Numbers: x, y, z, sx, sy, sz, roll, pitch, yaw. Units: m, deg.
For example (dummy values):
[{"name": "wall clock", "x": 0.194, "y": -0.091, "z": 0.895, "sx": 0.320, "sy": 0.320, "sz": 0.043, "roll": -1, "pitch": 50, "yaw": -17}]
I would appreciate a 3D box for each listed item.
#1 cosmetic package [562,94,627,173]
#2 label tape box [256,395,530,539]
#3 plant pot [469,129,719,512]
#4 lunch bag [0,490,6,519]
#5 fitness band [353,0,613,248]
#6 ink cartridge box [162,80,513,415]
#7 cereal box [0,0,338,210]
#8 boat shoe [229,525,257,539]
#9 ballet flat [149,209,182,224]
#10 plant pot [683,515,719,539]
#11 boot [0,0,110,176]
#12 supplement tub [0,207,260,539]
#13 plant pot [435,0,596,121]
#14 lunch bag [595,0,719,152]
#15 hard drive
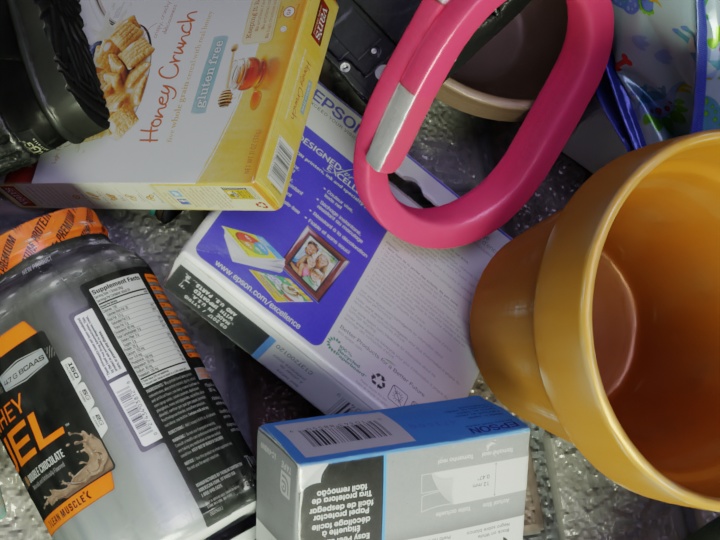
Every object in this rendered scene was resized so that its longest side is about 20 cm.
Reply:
[{"name": "cosmetic package", "x": 0.250, "y": -0.072, "z": 0.976, "sx": 0.199, "sy": 0.101, "sz": 0.071, "roll": 34, "pitch": 66, "yaw": -3}, {"name": "label tape box", "x": 0.016, "y": 0.181, "z": 0.789, "sx": 0.142, "sy": 0.066, "sz": 0.202, "roll": -5, "pitch": 104, "yaw": -26}, {"name": "plant pot", "x": 0.162, "y": 0.031, "z": 0.818, "sx": 0.199, "sy": 0.183, "sz": 0.202, "roll": 2, "pitch": 86, "yaw": -25}, {"name": "lunch bag", "x": -0.296, "y": 0.104, "z": 0.728, "sx": 0.199, "sy": 0.171, "sz": 0.123, "roll": -19, "pitch": 74, "yaw": -17}, {"name": "fitness band", "x": 0.074, "y": -0.102, "z": 0.854, "sx": 0.143, "sy": 0.201, "sz": 0.037, "roll": 8, "pitch": 30, "yaw": -42}, {"name": "ink cartridge box", "x": 0.000, "y": 0.000, "z": 0.891, "sx": 0.198, "sy": 0.043, "sz": 0.200, "roll": 39, "pitch": 45, "yaw": -7}, {"name": "cereal box", "x": -0.122, "y": -0.108, "z": 0.856, "sx": 0.199, "sy": 0.040, "sz": 0.145, "roll": 2, "pitch": 66, "yaw": 27}, {"name": "boat shoe", "x": -0.040, "y": 0.174, "z": 0.828, "sx": 0.199, "sy": 0.076, "sz": 0.061, "roll": -30, "pitch": 76, "yaw": -21}, {"name": "ballet flat", "x": -0.088, "y": -0.120, "z": 0.917, "sx": 0.072, "sy": 0.073, "sz": 0.202, "roll": 12, "pitch": 67, "yaw": -11}, {"name": "plant pot", "x": 0.266, "y": 0.232, "z": 0.836, "sx": 0.196, "sy": 0.196, "sz": 0.200, "roll": 38, "pitch": 62, "yaw": -1}, {"name": "boot", "x": -0.252, "y": -0.135, "z": 0.853, "sx": 0.157, "sy": 0.079, "sz": 0.212, "roll": -25, "pitch": 62, "yaw": 11}, {"name": "supplement tub", "x": -0.148, "y": 0.073, "z": 0.805, "sx": 0.122, "sy": 0.123, "sz": 0.201, "roll": -27, "pitch": 80, "yaw": -22}, {"name": "plant pot", "x": 0.087, "y": -0.186, "z": 0.972, "sx": 0.199, "sy": 0.093, "sz": 0.202, "roll": 5, "pitch": 70, "yaw": -14}, {"name": "lunch bag", "x": 0.242, "y": -0.148, "z": 0.880, "sx": 0.169, "sy": 0.127, "sz": 0.202, "roll": -19, "pitch": 106, "yaw": -22}, {"name": "hard drive", "x": 0.005, "y": -0.206, "z": 0.886, "sx": 0.140, "sy": 0.038, "sz": 0.200, "roll": -43, "pitch": 72, "yaw": 1}]
